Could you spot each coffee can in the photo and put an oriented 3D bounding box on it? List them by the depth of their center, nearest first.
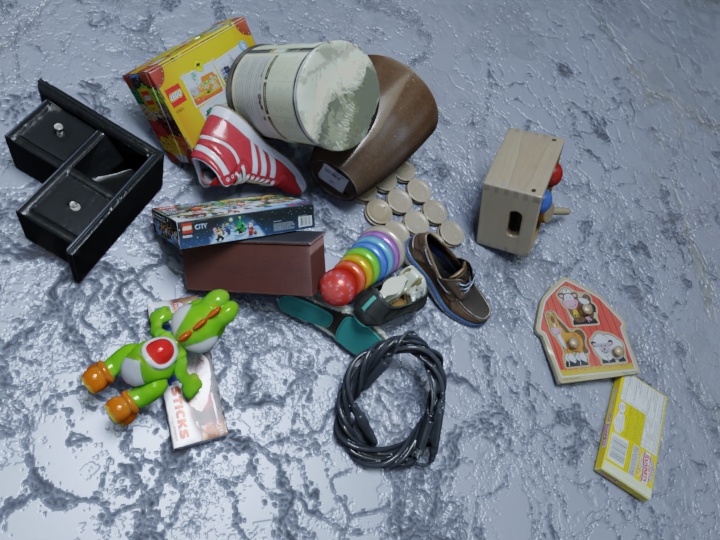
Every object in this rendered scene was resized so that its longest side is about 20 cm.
[{"bbox_3d":[-0.090,-0.262,0.839,0.146,0.200,0.147,-16,115,-36],"label":"coffee can"}]

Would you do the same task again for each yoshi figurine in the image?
[{"bbox_3d":[-0.245,0.102,0.728,0.200,0.113,0.112,-38,42,-15],"label":"yoshi figurine"}]

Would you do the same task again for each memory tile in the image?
[{"bbox_3d":[0.084,-0.104,1.014,0.153,0.017,0.200,-31,81,-30],"label":"memory tile"}]

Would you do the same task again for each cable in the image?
[{"bbox_3d":[0.047,0.186,0.824,0.162,0.051,0.201,10,85,-4],"label":"cable"}]

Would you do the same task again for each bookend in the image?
[{"bbox_3d":[-0.415,-0.126,0.779,0.199,0.092,0.199,32,59,-4],"label":"bookend"}]

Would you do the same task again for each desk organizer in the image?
[{"bbox_3d":[-0.152,-0.014,0.808,0.199,0.077,0.072,3,17,14],"label":"desk organizer"}]

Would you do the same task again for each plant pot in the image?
[{"bbox_3d":[0.004,-0.222,0.946,0.186,0.187,0.200,35,67,-3],"label":"plant pot"}]

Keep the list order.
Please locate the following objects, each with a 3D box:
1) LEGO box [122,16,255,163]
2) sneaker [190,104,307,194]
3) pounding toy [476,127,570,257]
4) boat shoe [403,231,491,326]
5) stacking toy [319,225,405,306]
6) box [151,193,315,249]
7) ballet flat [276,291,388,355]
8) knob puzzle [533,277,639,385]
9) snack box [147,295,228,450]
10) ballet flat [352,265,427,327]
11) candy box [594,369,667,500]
[{"bbox_3d":[-0.241,-0.285,0.888,0.200,0.077,0.149,-46,129,-32],"label":"LEGO box"},{"bbox_3d":[-0.176,-0.151,0.880,0.200,0.071,0.113,38,68,-38],"label":"sneaker"},{"bbox_3d":[0.313,-0.132,1.033,0.141,0.201,0.185,18,57,20],"label":"pounding toy"},{"bbox_3d":[0.154,0.017,0.943,0.200,0.072,0.072,42,59,-9],"label":"boat shoe"},{"bbox_3d":[0.000,0.000,0.848,0.085,0.085,0.200,43,32,2],"label":"stacking toy"},{"bbox_3d":[-0.185,-0.077,0.817,0.199,0.136,0.038,-12,110,-31],"label":"box"},{"bbox_3d":[-0.032,0.066,0.860,0.199,0.072,0.072,31,59,-6],"label":"ballet flat"},{"bbox_3d":[0.409,0.100,1.030,0.218,0.030,0.221,7,60,-12],"label":"knob puzzle"},{"bbox_3d":[-0.238,0.135,0.767,0.072,0.024,0.201,-10,70,-23],"label":"snack box"},{"bbox_3d":[0.064,0.035,0.864,0.068,0.069,0.200,42,30,15],"label":"ballet flat"},{"bbox_3d":[0.476,0.283,0.984,0.102,0.026,0.200,34,58,-5],"label":"candy box"}]
